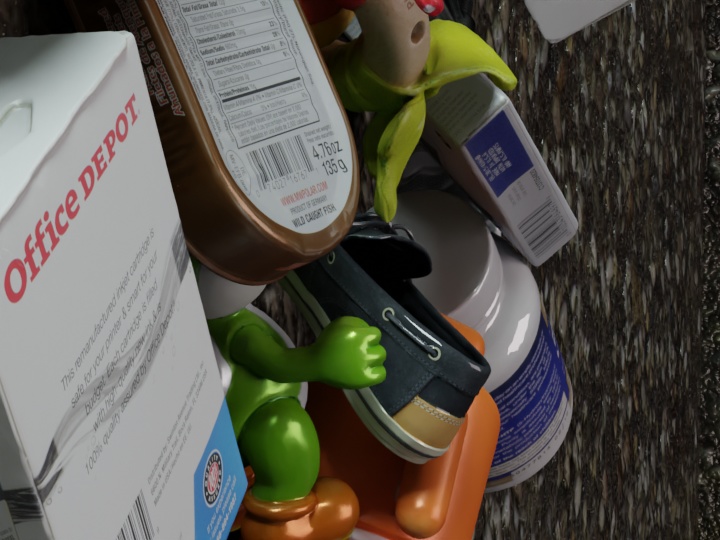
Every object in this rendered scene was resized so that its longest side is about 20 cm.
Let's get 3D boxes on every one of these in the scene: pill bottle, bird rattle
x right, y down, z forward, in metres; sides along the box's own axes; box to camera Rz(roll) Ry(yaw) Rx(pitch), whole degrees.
[{"bbox_3d":[0.055,0.042,1.143,0.200,0.119,0.120,63,31,-57],"label":"pill bottle"},{"bbox_3d":[-0.015,-0.121,0.856,0.113,0.162,0.200,-58,152,-19],"label":"bird rattle"}]

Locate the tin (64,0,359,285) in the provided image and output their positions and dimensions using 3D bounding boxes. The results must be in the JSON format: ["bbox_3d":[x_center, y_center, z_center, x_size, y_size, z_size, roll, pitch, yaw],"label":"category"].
[{"bbox_3d":[-0.062,-0.093,0.768,0.112,0.042,0.201,-26,93,-62],"label":"tin"}]

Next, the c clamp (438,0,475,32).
[{"bbox_3d":[0.055,-0.198,1.191,0.171,0.027,0.201,58,27,-36],"label":"c clamp"}]

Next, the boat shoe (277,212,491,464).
[{"bbox_3d":[0.000,0.000,0.911,0.074,0.062,0.200,20,30,-49],"label":"boat shoe"}]

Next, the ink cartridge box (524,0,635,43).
[{"bbox_3d":[0.097,-0.259,1.146,0.146,0.084,0.201,50,17,-51],"label":"ink cartridge box"}]

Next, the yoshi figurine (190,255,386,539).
[{"bbox_3d":[-0.044,0.019,0.854,0.112,0.111,0.201,-83,165,-65],"label":"yoshi figurine"}]

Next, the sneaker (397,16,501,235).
[{"bbox_3d":[0.061,-0.074,1.241,0.082,0.074,0.202,-34,121,-68],"label":"sneaker"}]

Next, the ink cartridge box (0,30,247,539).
[{"bbox_3d":[-0.112,0.041,0.641,0.145,0.083,0.201,-67,152,-52],"label":"ink cartridge box"}]

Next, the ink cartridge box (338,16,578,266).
[{"bbox_3d":[0.028,-0.109,1.064,0.200,0.041,0.200,49,1,25],"label":"ink cartridge box"}]

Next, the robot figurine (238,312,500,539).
[{"bbox_3d":[0.003,0.115,0.962,0.117,0.143,0.201,50,49,-48],"label":"robot figurine"}]
